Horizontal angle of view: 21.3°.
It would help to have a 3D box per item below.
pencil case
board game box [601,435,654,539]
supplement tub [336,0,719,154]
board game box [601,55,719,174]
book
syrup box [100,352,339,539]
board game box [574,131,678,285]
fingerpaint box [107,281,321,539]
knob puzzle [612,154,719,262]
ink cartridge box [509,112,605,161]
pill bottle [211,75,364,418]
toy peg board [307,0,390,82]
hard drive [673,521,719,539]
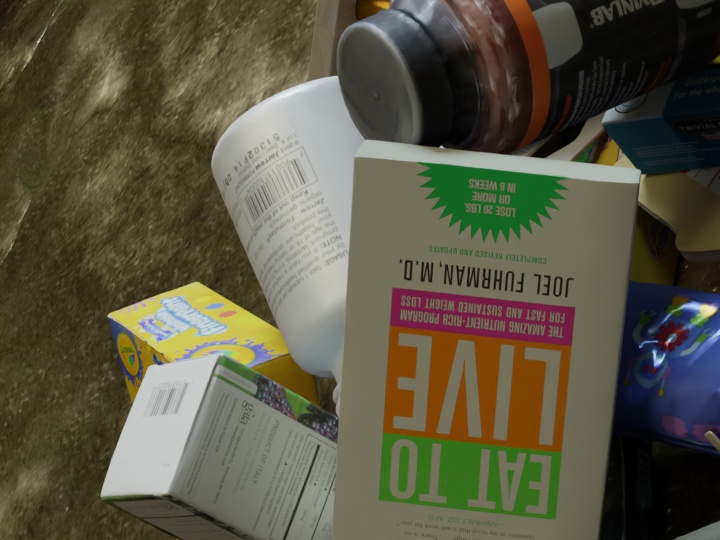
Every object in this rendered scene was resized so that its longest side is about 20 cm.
[{"bbox_3d":[0.153,0.052,0.943,0.199,0.078,0.087,12,55,47],"label":"pencil case"},{"bbox_3d":[0.078,0.183,1.030,0.200,0.028,0.136,-37,32,36],"label":"board game box"},{"bbox_3d":[0.088,-0.121,0.965,0.199,0.108,0.107,-25,13,-28],"label":"supplement tub"},{"bbox_3d":[0.236,-0.149,1.046,0.150,0.047,0.201,-4,49,47],"label":"board game box"},{"bbox_3d":[0.059,0.044,0.918,0.048,0.133,0.201,-56,-30,-69],"label":"book"},{"bbox_3d":[-0.028,0.125,1.016,0.079,0.199,0.082,-12,53,56],"label":"syrup box"},{"bbox_3d":[0.119,0.017,1.132,0.153,0.040,0.201,-27,39,46],"label":"board game box"},{"bbox_3d":[-0.081,0.112,1.225,0.073,0.168,0.200,-20,18,-20],"label":"fingerpaint box"},{"bbox_3d":[0.246,-0.072,1.017,0.219,0.030,0.220,-30,33,22],"label":"knob puzzle"},{"bbox_3d":[0.090,-0.083,1.213,0.200,0.045,0.176,-42,37,-20],"label":"ink cartridge box"},{"bbox_3d":[0.000,0.000,1.100,0.114,0.114,0.201,-38,66,33],"label":"pill bottle"},{"bbox_3d":[0.066,-0.206,1.306,0.097,0.200,0.200,21,117,27],"label":"toy peg board"},{"bbox_3d":[0.137,0.199,0.870,0.200,0.033,0.140,-31,50,39],"label":"hard drive"}]
